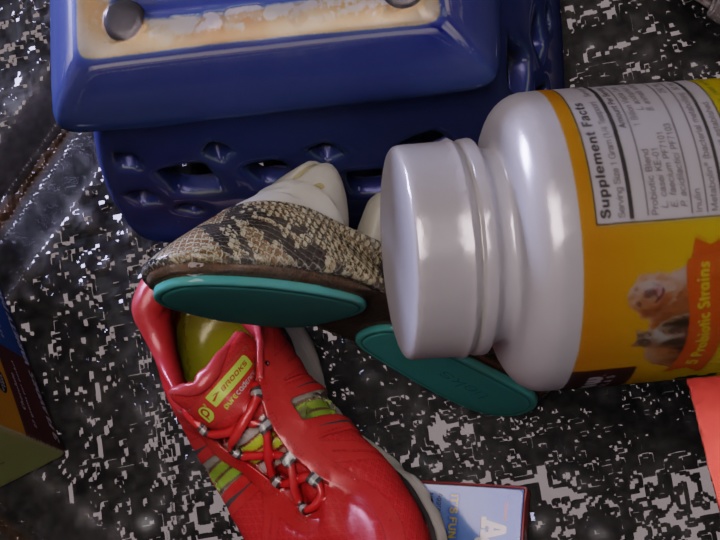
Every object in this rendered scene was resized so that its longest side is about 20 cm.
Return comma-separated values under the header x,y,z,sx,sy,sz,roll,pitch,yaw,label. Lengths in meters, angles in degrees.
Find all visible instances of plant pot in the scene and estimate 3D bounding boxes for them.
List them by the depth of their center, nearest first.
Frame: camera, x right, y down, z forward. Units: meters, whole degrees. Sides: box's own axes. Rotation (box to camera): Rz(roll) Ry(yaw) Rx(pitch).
x,y,z,sx,sy,sz,roll,pitch,yaw,label
-0.026,-0.130,0.832,0.199,0.180,0.201,-5,77,11,plant pot

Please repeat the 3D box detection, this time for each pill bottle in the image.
x,y,z,sx,sy,sz,roll,pitch,yaw,label
0.111,-0.014,0.749,0.199,0.109,0.110,-5,75,-8,pill bottle

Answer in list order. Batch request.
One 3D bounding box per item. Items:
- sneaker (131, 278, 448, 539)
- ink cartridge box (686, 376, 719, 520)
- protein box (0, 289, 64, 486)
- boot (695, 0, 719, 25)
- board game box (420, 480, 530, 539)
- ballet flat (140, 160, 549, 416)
x,y,z,sx,sy,sz,roll,pitch,yaw,label
-0.039,0.069,0.809,0.077,0.085,0.200,-42,49,3,sneaker
0.219,0.105,0.761,0.161,0.050,0.201,-14,78,8,ink cartridge box
-0.261,0.044,0.829,0.198,0.200,0.135,-27,73,5,protein box
0.153,-0.204,0.854,0.069,0.200,0.175,20,113,-17,boot
0.012,0.186,0.833,0.102,0.019,0.201,2,77,13,board game box
0.000,0.000,0.808,0.068,0.199,0.076,-19,59,48,ballet flat
